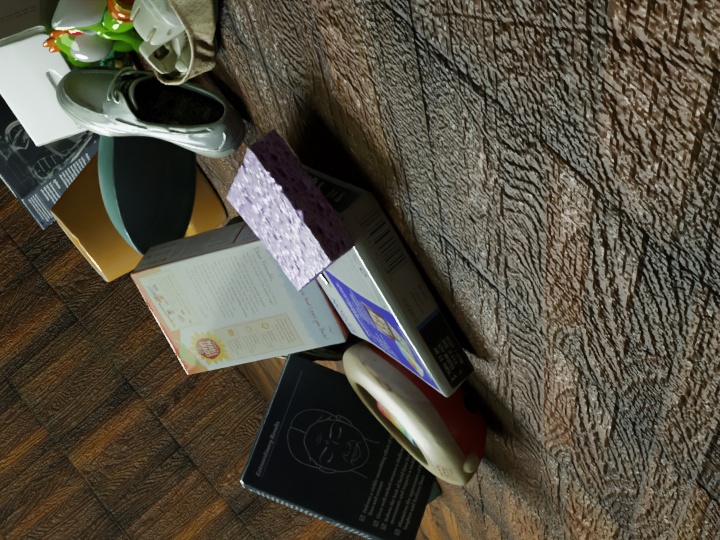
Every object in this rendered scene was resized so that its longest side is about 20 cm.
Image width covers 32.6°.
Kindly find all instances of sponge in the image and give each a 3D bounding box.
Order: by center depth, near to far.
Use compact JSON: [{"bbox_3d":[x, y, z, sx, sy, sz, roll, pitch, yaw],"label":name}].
[{"bbox_3d":[-0.063,-0.045,1.045,0.112,0.030,0.200,53,166,0],"label":"sponge"}]

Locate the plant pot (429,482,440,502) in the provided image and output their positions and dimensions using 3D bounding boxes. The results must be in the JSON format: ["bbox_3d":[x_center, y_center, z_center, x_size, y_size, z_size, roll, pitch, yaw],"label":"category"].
[{"bbox_3d":[0.003,0.295,1.799,0.200,0.134,0.200,47,169,12],"label":"plant pot"}]

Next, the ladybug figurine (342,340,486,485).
[{"bbox_3d":[0.059,0.132,1.218,0.200,0.072,0.136,41,165,41],"label":"ladybug figurine"}]

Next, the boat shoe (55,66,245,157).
[{"bbox_3d":[-0.206,-0.165,1.184,0.198,0.071,0.072,16,161,12],"label":"boat shoe"}]

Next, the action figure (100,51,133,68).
[{"bbox_3d":[-0.278,-0.199,1.475,0.119,0.054,0.202,-81,-14,-47],"label":"action figure"}]

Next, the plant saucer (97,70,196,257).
[{"bbox_3d":[-0.232,-0.112,1.323,0.035,0.202,0.201,1,147,18],"label":"plant saucer"}]

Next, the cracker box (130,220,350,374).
[{"bbox_3d":[-0.118,0.023,1.264,0.197,0.058,0.135,-12,118,26],"label":"cracker box"}]

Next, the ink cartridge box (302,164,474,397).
[{"bbox_3d":[0.000,0.000,1.102,0.199,0.043,0.199,58,165,-27],"label":"ink cartridge box"}]

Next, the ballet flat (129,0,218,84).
[{"bbox_3d":[-0.153,-0.201,1.006,0.071,0.065,0.200,48,168,11],"label":"ballet flat"}]

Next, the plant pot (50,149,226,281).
[{"bbox_3d":[-0.313,-0.091,1.679,0.201,0.183,0.200,47,169,13],"label":"plant pot"}]

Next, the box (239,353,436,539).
[{"bbox_3d":[-0.015,0.202,1.352,0.197,0.150,0.107,22,166,1],"label":"box"}]

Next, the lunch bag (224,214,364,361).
[{"bbox_3d":[-0.092,0.035,1.405,0.200,0.118,0.164,44,166,-11],"label":"lunch bag"}]

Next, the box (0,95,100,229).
[{"bbox_3d":[-0.534,-0.219,2.097,0.200,0.196,0.124,46,167,19],"label":"box"}]

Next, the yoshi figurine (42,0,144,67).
[{"bbox_3d":[-0.226,-0.250,1.139,0.110,0.114,0.200,14,165,-21],"label":"yoshi figurine"}]

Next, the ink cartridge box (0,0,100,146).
[{"bbox_3d":[-0.339,-0.258,1.302,0.146,0.083,0.202,65,-171,-51],"label":"ink cartridge box"}]
